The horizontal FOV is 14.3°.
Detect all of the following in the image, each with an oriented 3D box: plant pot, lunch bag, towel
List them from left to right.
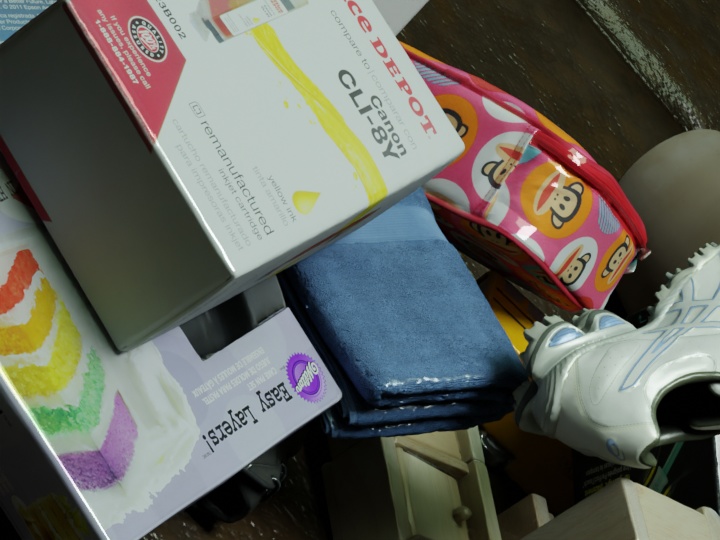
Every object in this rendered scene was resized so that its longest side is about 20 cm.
[{"bbox_3d":[0.000,0.000,1.435,0.111,0.049,0.200,-2,45,-32],"label":"towel"},{"bbox_3d":[0.066,-0.050,1.650,0.200,0.082,0.176,32,-6,28],"label":"lunch bag"},{"bbox_3d":[0.249,0.005,1.853,0.200,0.200,0.174,15,28,-48],"label":"plant pot"}]

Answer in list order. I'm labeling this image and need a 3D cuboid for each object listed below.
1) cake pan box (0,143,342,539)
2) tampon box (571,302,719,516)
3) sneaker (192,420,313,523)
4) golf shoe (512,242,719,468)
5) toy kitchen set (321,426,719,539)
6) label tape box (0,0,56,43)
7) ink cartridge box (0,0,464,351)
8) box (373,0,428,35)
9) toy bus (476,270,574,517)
[{"bbox_3d":[-0.116,0.024,1.298,0.200,0.052,0.184,-30,90,-52],"label":"cake pan box"},{"bbox_3d":[0.204,0.125,1.550,0.126,0.150,0.201,5,73,-26],"label":"tampon box"},{"bbox_3d":[-0.062,0.077,1.418,0.200,0.076,0.091,-14,73,-50],"label":"sneaker"},{"bbox_3d":[0.170,0.048,1.404,0.200,0.078,0.097,-26,43,-33],"label":"golf shoe"},{"bbox_3d":[0.105,0.120,1.476,0.163,0.180,0.200,26,40,-40],"label":"toy kitchen set"},{"bbox_3d":[-0.178,-0.143,1.471,0.144,0.063,0.200,-2,55,-36],"label":"label tape box"},{"bbox_3d":[-0.063,-0.070,1.314,0.145,0.083,0.200,58,37,2],"label":"ink cartridge box"},{"bbox_3d":[-0.057,-0.250,1.672,0.200,0.131,0.199,31,16,-49],"label":"box"},{"bbox_3d":[0.122,0.097,1.658,0.200,0.065,0.078,43,27,-13],"label":"toy bus"}]
